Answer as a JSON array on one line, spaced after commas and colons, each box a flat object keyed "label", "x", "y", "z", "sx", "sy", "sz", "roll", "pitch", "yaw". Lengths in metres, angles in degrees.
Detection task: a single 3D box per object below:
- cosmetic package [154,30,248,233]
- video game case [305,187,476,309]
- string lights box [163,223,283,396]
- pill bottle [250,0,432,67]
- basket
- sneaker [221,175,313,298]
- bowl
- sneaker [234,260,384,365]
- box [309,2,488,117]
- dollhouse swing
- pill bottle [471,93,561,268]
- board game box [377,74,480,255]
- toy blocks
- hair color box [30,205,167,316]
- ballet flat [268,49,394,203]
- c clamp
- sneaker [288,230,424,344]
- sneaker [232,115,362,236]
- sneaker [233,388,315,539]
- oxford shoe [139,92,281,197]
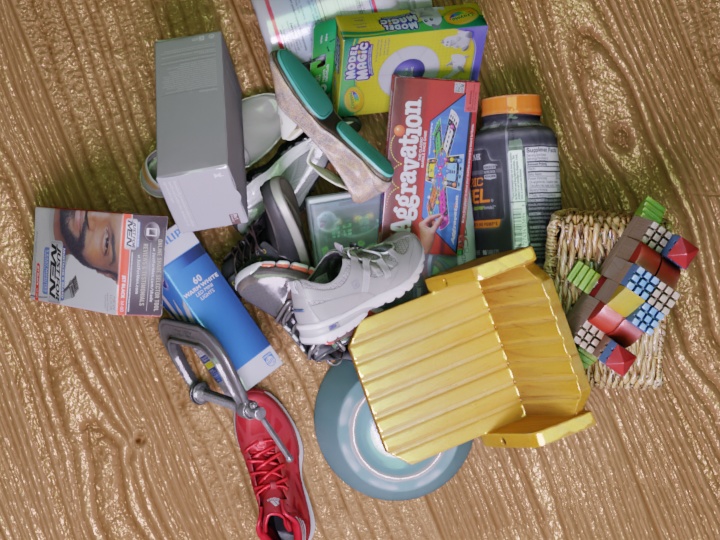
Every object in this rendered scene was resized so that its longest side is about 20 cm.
[{"label": "cosmetic package", "x": -0.176, "y": -0.154, "z": 1.380, "sx": 0.089, "sy": 0.107, "sz": 0.202, "roll": -7, "pitch": 54, "yaw": 5}, {"label": "video game case", "x": 0.043, "y": -0.010, "z": 1.472, "sx": 0.197, "sy": 0.023, "sz": 0.185, "roll": -9, "pitch": 99, "yaw": -9}, {"label": "string lights box", "x": -0.179, "y": 0.047, "z": 1.448, "sx": 0.059, "sy": 0.103, "sz": 0.201, "roll": -36, "pitch": 92, "yaw": -21}, {"label": "pill bottle", "x": -0.022, "y": -0.308, "z": 1.444, "sx": 0.197, "sy": 0.109, "sz": 0.110, "roll": -19, "pitch": 92, "yaw": -1}, {"label": "basket", "x": 0.267, "y": 0.029, "z": 1.441, "sx": 0.147, "sy": 0.143, "sz": 0.203, "roll": 1, "pitch": 97, "yaw": -4}, {"label": "sneaker", "x": -0.114, "y": -0.025, "z": 1.413, "sx": 0.105, "sy": 0.201, "sz": 0.076, "roll": -12, "pitch": 56, "yaw": -1}, {"label": "bowl", "x": 0.044, "y": 0.180, "z": 1.462, "sx": 0.198, "sy": 0.105, "sz": 0.204, "roll": 0, "pitch": 91, "yaw": -2}, {"label": "sneaker", "x": -0.051, "y": 0.057, "z": 1.397, "sx": 0.198, "sy": 0.077, "sz": 0.083, "roll": 23, "pitch": 50, "yaw": -13}, {"label": "box", "x": 0.040, "y": -0.239, "z": 1.426, "sx": 0.197, "sy": 0.118, "sz": 0.049, "roll": -7, "pitch": 50, "yaw": -12}, {"label": "dollhouse swing", "x": 0.111, "y": 0.104, "z": 1.337, "sx": 0.174, "sy": 0.181, "sz": 0.203, "roll": -20, "pitch": 92, "yaw": -24}, {"label": "pill bottle", "x": 0.181, "y": -0.103, "z": 1.456, "sx": 0.105, "sy": 0.106, "sz": 0.203, "roll": -4, "pitch": 91, "yaw": -1}, {"label": "board game box", "x": 0.077, "y": -0.119, "z": 1.433, "sx": 0.101, "sy": 0.019, "sz": 0.203, "roll": 2, "pitch": 103, "yaw": -10}, {"label": "toy blocks", "x": 0.283, "y": 0.024, "z": 1.300, "sx": 0.099, "sy": 0.137, "sz": 0.201, "roll": 33, "pitch": 93, "yaw": -7}, {"label": "hair color box", "x": -0.299, "y": -0.013, "z": 1.406, "sx": 0.063, "sy": 0.199, "sz": 0.113, "roll": 3, "pitch": 92, "yaw": -43}, {"label": "ballet flat", "x": -0.049, "y": -0.155, "z": 1.397, "sx": 0.067, "sy": 0.068, "sz": 0.200, "roll": -41, "pitch": 90, "yaw": 26}, {"label": "c clamp", "x": -0.168, "y": 0.131, "z": 1.428, "sx": 0.027, "sy": 0.199, "sz": 0.172, "roll": -36, "pitch": 116, "yaw": -24}, {"label": "sneaker", "x": 0.000, "y": 0.000, "z": 1.357, "sx": 0.200, "sy": 0.074, "sz": 0.083, "roll": -39, "pitch": 117, "yaw": -42}, {"label": "sneaker", "x": -0.075, "y": -0.111, "z": 1.473, "sx": 0.200, "sy": 0.074, "sz": 0.080, "roll": -40, "pitch": 103, "yaw": 5}, {"label": "sneaker", "x": -0.099, "y": 0.239, "z": 1.454, "sx": 0.077, "sy": 0.116, "sz": 0.202, "roll": -21, "pitch": 92, "yaw": 0}, {"label": "oxford shoe", "x": -0.172, "y": -0.146, "z": 1.471, "sx": 0.198, "sy": 0.058, "sz": 0.076, "roll": -28, "pitch": 88, "yaw": -3}]
